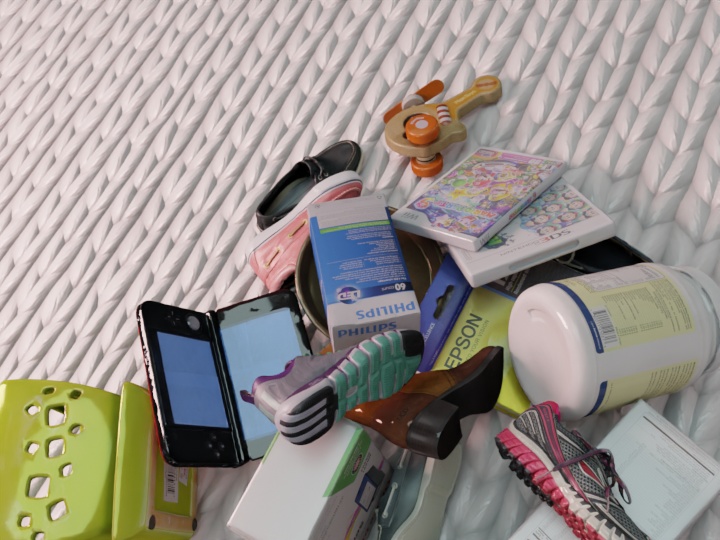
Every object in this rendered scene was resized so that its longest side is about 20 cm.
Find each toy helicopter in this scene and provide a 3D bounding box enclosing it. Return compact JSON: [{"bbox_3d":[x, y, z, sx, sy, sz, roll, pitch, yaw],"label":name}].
[{"bbox_3d":[0.120,-0.233,1.102,0.199,0.079,0.132,-33,49,-16],"label":"toy helicopter"}]

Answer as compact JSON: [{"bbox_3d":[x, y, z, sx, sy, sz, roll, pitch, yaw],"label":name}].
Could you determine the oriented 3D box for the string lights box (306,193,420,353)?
[{"bbox_3d":[0.000,0.000,0.899,0.102,0.059,0.201,-8,48,-6],"label":"string lights box"}]

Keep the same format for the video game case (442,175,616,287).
[{"bbox_3d":[0.191,-0.064,0.947,0.181,0.024,0.200,-20,30,-2],"label":"video game case"}]

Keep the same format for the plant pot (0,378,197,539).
[{"bbox_3d":[-0.299,0.237,0.881,0.180,0.199,0.202,-6,67,8],"label":"plant pot"}]

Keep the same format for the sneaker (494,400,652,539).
[{"bbox_3d":[0.215,0.203,0.695,0.075,0.081,0.200,-39,59,-9],"label":"sneaker"}]

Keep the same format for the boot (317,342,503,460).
[{"bbox_3d":[0.046,0.122,0.850,0.199,0.069,0.188,14,41,34],"label":"boot"}]

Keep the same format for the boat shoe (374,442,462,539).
[{"bbox_3d":[0.052,0.275,0.849,0.062,0.073,0.201,5,63,45],"label":"boat shoe"}]

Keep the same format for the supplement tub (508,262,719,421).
[{"bbox_3d":[0.277,0.071,0.811,0.198,0.145,0.146,-10,57,-18],"label":"supplement tub"}]

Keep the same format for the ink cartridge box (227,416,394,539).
[{"bbox_3d":[-0.041,0.243,0.806,0.087,0.200,0.146,20,68,21],"label":"ink cartridge box"}]

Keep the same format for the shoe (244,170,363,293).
[{"bbox_3d":[-0.062,-0.047,1.045,0.200,0.072,0.091,-38,61,0],"label":"shoe"}]

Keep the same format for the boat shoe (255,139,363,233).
[{"bbox_3d":[-0.077,-0.129,1.092,0.199,0.066,0.075,-40,58,-8],"label":"boat shoe"}]

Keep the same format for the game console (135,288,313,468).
[{"bbox_3d":[-0.148,0.114,0.878,0.118,0.172,0.201,-32,61,24],"label":"game console"}]

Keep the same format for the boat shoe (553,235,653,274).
[{"bbox_3d":[0.275,-0.030,0.942,0.200,0.062,0.075,36,77,29],"label":"boat shoe"}]

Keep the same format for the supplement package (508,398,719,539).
[{"bbox_3d":[0.260,0.252,0.767,0.200,0.110,0.114,-42,60,-9],"label":"supplement package"}]

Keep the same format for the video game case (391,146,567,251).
[{"bbox_3d":[0.154,-0.099,0.979,0.143,0.018,0.200,20,49,43],"label":"video game case"}]

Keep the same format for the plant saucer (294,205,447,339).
[{"bbox_3d":[0.014,0.010,0.983,0.198,0.029,0.202,1,71,-3],"label":"plant saucer"}]

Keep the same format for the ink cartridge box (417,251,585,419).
[{"bbox_3d":[0.168,0.062,0.919,0.199,0.047,0.199,25,72,14],"label":"ink cartridge box"}]

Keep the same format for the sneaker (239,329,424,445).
[{"bbox_3d":[-0.022,0.095,0.754,0.087,0.075,0.199,25,33,37],"label":"sneaker"}]
